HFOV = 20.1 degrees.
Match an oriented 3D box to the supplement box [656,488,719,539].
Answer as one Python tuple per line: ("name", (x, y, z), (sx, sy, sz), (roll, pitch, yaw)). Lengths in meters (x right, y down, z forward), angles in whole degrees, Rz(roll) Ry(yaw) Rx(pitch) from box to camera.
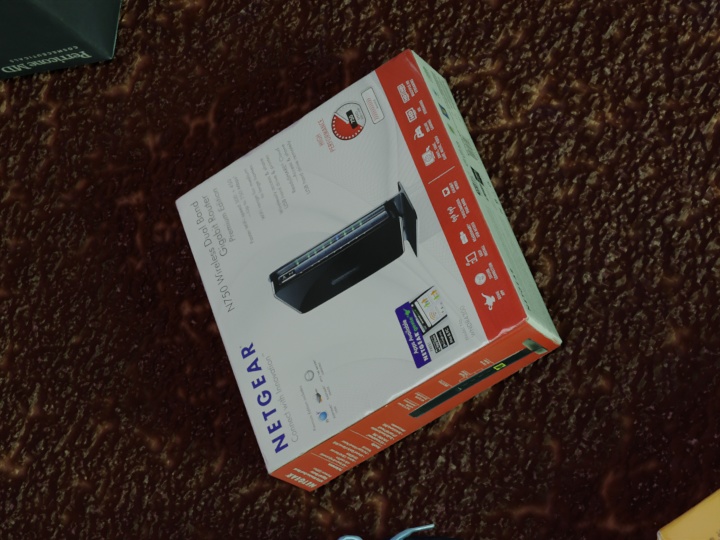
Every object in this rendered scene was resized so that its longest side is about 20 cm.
("supplement box", (0.248, 0.106, 0.995), (0.200, 0.069, 0.067), (-36, 56, 12))

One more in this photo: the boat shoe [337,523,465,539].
("boat shoe", (-0.021, 0.190, 1.119), (0.200, 0.069, 0.084), (-20, 63, 23))

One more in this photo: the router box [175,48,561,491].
("router box", (0.000, 0.000, 1.192), (0.179, 0.049, 0.200), (-32, 59, 17))

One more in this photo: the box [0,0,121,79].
("box", (-0.291, -0.217, 1.356), (0.196, 0.200, 0.118), (-7, 68, 29))
